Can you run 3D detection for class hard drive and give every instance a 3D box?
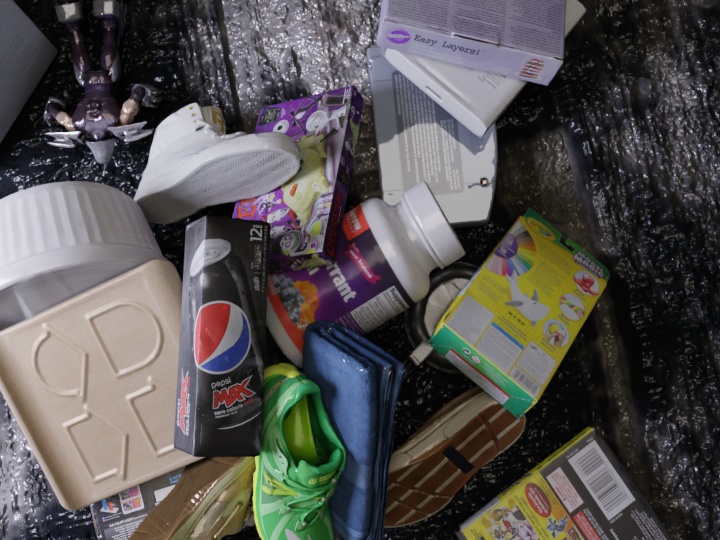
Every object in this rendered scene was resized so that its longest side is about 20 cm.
[{"bbox_3d":[0.134,-0.250,0.947,0.131,0.027,0.201,39,67,5],"label":"hard drive"}]

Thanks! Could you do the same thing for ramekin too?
[{"bbox_3d":[-0.287,-0.005,0.869,0.198,0.203,0.096,-20,71,-2],"label":"ramekin"}]

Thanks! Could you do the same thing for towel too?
[{"bbox_3d":[-0.014,0.152,0.843,0.048,0.111,0.204,-18,124,-37],"label":"towel"}]

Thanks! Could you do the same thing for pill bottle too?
[{"bbox_3d":[0.000,0.000,0.886,0.198,0.111,0.113,-32,83,7],"label":"pill bottle"}]

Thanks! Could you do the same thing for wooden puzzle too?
[{"bbox_3d":[-0.226,0.107,0.849,0.196,0.046,0.188,-24,101,6],"label":"wooden puzzle"}]

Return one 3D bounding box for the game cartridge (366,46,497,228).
[{"bbox_3d":[0.079,-0.144,0.959,0.130,0.040,0.205,-5,82,4],"label":"game cartridge"}]

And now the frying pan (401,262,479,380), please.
[{"bbox_3d":[0.068,0.061,0.936,0.186,0.031,0.117,-21,81,-5],"label":"frying pan"}]

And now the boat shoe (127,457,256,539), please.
[{"bbox_3d":[-0.139,0.218,0.855,0.200,0.071,0.065,-47,120,-13],"label":"boat shoe"}]

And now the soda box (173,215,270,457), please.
[{"bbox_3d":[-0.122,0.058,0.795,0.062,0.070,0.205,4,83,-26],"label":"soda box"}]

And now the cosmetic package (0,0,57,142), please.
[{"bbox_3d":[-0.439,-0.227,0.894,0.165,0.200,0.168,31,83,4],"label":"cosmetic package"}]

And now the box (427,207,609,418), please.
[{"bbox_3d":[0.164,0.033,0.895,0.117,0.049,0.200,38,56,5],"label":"box"}]

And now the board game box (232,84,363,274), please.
[{"bbox_3d":[-0.066,-0.089,0.894,0.118,0.032,0.204,-12,53,30],"label":"board game box"}]

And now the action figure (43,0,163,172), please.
[{"bbox_3d":[-0.277,-0.205,0.959,0.127,0.069,0.205,-5,86,-7],"label":"action figure"}]

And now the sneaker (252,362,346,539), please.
[{"bbox_3d":[-0.055,0.188,0.810,0.073,0.083,0.205,-16,103,-33],"label":"sneaker"}]

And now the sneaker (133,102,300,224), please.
[{"bbox_3d":[-0.143,-0.128,0.903,0.196,0.074,0.118,-13,55,28],"label":"sneaker"}]

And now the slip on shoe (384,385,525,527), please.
[{"bbox_3d":[0.077,0.181,0.905,0.199,0.061,0.076,-42,110,12],"label":"slip on shoe"}]

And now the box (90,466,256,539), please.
[{"bbox_3d":[-0.184,0.175,0.911,0.196,0.050,0.203,-17,82,-1],"label":"box"}]

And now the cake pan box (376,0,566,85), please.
[{"bbox_3d":[0.115,-0.298,0.920,0.195,0.052,0.188,10,65,-8],"label":"cake pan box"}]

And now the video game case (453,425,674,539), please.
[{"bbox_3d":[0.220,0.292,0.902,0.179,0.026,0.202,-35,84,-4],"label":"video game case"}]
